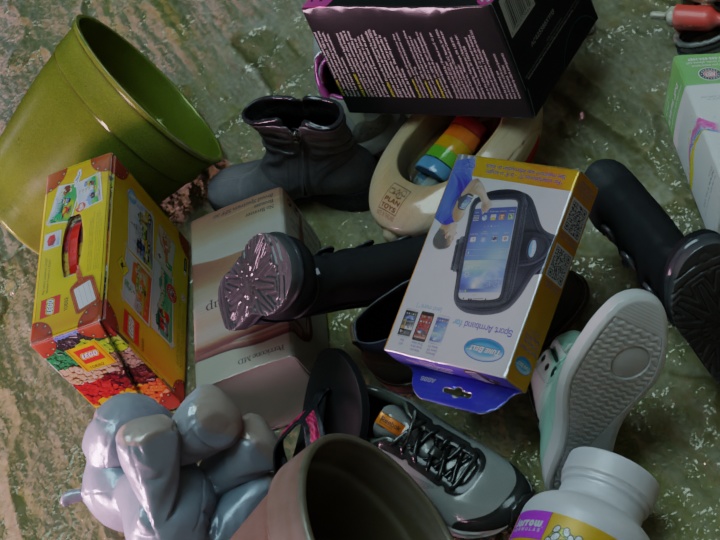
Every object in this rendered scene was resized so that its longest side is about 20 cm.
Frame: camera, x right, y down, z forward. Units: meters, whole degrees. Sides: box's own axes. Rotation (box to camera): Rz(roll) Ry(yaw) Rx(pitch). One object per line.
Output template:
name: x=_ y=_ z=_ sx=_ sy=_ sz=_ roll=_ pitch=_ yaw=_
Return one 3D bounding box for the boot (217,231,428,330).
boot: x=0.000 y=0.000 z=1.468 sx=0.165 sy=0.199 sz=0.066 roll=155 pitch=108 yaw=-65

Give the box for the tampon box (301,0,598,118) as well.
tampon box: x=0.080 y=-0.231 z=1.576 sx=0.199 sy=0.127 sz=0.150 roll=6 pitch=47 yaw=34

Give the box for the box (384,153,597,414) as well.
box: x=0.099 y=0.010 z=1.395 sx=0.119 sy=0.041 sz=0.201 roll=10 pitch=71 yaw=37

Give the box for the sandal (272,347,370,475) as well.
sandal: x=-0.043 y=0.161 z=1.435 sx=0.075 sy=0.045 sz=0.201 roll=18 pitch=94 yaw=50

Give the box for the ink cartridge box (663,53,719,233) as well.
ink cartridge box: x=0.325 y=-0.086 z=1.420 sx=0.116 sy=0.068 sz=0.201 roll=-4 pitch=48 yaw=-7

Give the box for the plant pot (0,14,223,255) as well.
plant pot: x=-0.274 y=-0.115 z=1.772 sx=0.193 sy=0.200 sz=0.201 roll=-44 pitch=44 yaw=11

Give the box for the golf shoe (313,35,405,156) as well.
golf shoe: x=-0.012 y=-0.200 z=1.731 sx=0.075 sy=0.092 sz=0.200 roll=-31 pitch=44 yaw=9

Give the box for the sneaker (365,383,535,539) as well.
sneaker: x=0.053 y=0.151 z=1.422 sx=0.200 sy=0.079 sz=0.074 roll=26 pitch=69 yaw=40

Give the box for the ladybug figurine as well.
ladybug figurine: x=0.090 y=-0.095 z=1.597 sx=0.200 sy=0.072 sz=0.136 roll=-47 pitch=45 yaw=-10

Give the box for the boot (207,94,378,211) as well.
boot: x=-0.080 y=-0.114 z=1.675 sx=0.199 sy=0.132 sz=0.070 roll=-7 pitch=53 yaw=27

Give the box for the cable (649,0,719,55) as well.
cable: x=0.350 y=-0.230 z=1.560 sx=0.199 sy=0.050 sz=0.097 roll=9 pitch=62 yaw=37

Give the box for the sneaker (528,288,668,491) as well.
sneaker: x=0.170 y=0.066 z=1.353 sx=0.073 sy=0.201 sz=0.119 roll=5 pitch=40 yaw=-14

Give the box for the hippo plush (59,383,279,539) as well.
hippo plush: x=-0.160 y=0.184 z=1.512 sx=0.161 sy=0.159 sz=0.201 roll=17 pitch=107 yaw=58

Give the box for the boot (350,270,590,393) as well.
boot: x=0.088 y=0.041 z=1.466 sx=0.199 sy=0.097 sz=0.075 roll=-25 pitch=61 yaw=15

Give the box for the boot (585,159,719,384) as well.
boot: x=0.235 y=-0.025 z=1.380 sx=0.065 sy=0.165 sz=0.200 roll=-26 pitch=46 yaw=0

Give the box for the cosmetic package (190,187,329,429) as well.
cosmetic package: x=-0.090 y=0.037 z=1.593 sx=0.103 sy=0.087 sz=0.201 roll=-21 pitch=48 yaw=14

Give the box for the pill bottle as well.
pill bottle: x=0.147 y=0.232 z=1.282 sx=0.104 sy=0.104 sz=0.201 roll=9 pitch=61 yaw=36

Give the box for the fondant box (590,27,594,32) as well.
fondant box: x=0.121 y=-0.268 z=1.726 sx=0.199 sy=0.058 sz=0.145 roll=-18 pitch=48 yaw=20

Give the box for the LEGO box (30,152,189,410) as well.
LEGO box: x=-0.229 y=0.018 z=1.649 sx=0.077 sy=0.149 sz=0.201 roll=-18 pitch=48 yaw=18

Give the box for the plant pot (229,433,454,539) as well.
plant pot: x=-0.037 y=0.253 z=1.340 sx=0.173 sy=0.200 sz=0.201 roll=-37 pitch=42 yaw=25
